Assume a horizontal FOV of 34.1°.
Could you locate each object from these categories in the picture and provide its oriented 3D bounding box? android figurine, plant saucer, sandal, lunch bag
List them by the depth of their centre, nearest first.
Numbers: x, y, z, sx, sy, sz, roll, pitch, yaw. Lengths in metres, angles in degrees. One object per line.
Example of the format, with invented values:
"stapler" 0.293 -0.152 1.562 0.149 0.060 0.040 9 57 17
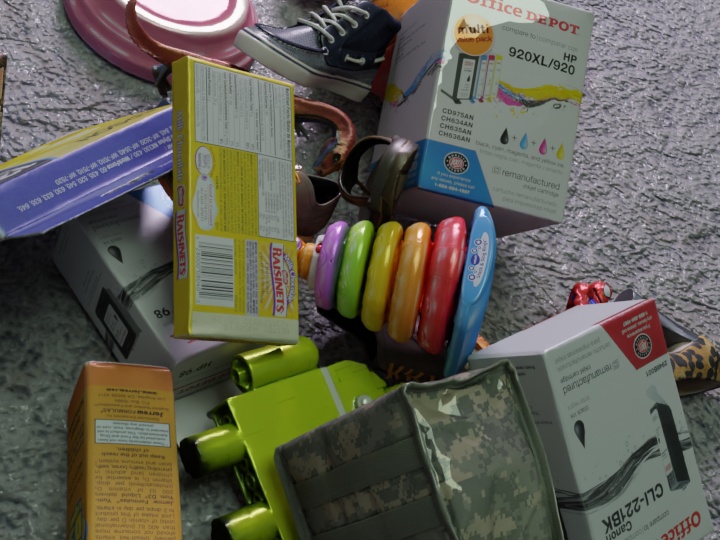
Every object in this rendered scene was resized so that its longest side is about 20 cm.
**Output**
"lunch bag" 0.046 0.182 0.774 0.118 0.164 0.200 -10 76 -38
"android figurine" -0.031 0.138 0.875 0.200 0.041 0.182 -13 75 -35
"sandal" 0.008 -0.076 0.977 0.055 0.082 0.200 18 2 -1
"plant saucer" -0.190 -0.267 1.166 0.200 0.051 0.201 16 46 -17

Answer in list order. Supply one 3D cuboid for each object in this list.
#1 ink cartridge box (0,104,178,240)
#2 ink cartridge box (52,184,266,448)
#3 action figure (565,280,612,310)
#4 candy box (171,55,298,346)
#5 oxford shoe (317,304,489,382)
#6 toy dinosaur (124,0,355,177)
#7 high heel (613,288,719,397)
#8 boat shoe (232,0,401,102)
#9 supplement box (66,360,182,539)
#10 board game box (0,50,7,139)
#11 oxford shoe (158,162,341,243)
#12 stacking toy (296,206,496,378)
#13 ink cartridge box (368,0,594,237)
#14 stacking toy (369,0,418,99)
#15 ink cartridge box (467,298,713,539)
"ink cartridge box" -0.225 -0.071 0.878 0.198 0.200 0.047 -35 108 -45
"ink cartridge box" -0.137 0.029 0.916 0.116 0.067 0.200 -20 63 -41
"action figure" 0.189 0.070 1.063 0.052 0.065 0.200 17 42 18
"candy box" -0.090 -0.048 0.850 0.102 0.026 0.200 9 76 -47
"oxford shoe" 0.050 0.074 0.979 0.200 0.071 0.073 39 60 17
"toy dinosaur" -0.100 -0.141 1.040 0.181 0.200 0.105 1 61 13
"high heel" 0.280 0.127 1.068 0.143 0.071 0.200 35 50 -20
"boat shoe" -0.036 -0.219 1.075 0.075 0.093 0.200 36 15 21
"supplement box" -0.160 0.161 0.787 0.069 0.067 0.200 7 48 -24
"board game box" -0.395 -0.124 0.878 0.159 0.097 0.200 31 43 11
"oxford shoe" -0.086 -0.066 0.944 0.071 0.073 0.200 53 20 20
"stacking toy" 0.000 0.000 0.909 0.200 0.110 0.116 11 59 4
"ink cartridge box" 0.109 -0.148 1.092 0.147 0.145 0.200 13 82 -17
"stacking toy" 0.059 -0.200 1.214 0.146 0.146 0.200 -29 88 -42
"ink cartridge box" 0.181 0.138 0.913 0.144 0.084 0.200 -20 98 -39
